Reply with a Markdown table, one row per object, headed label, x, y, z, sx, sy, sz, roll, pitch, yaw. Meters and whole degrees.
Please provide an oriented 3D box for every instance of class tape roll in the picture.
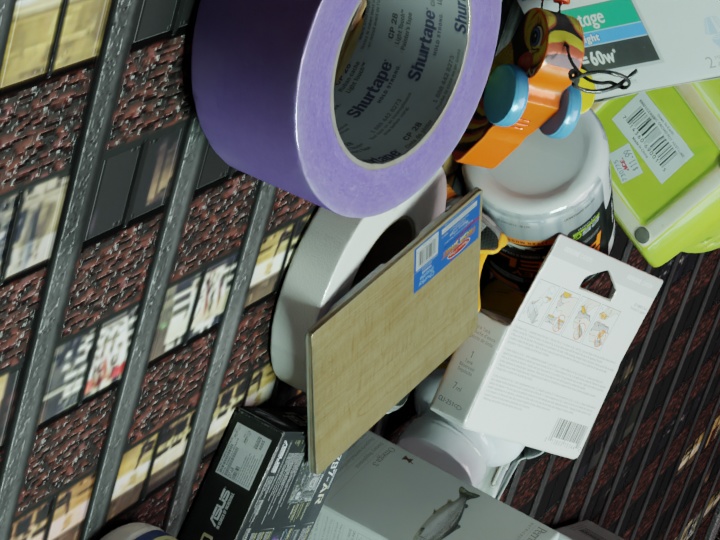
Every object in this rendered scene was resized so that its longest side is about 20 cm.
| label | x | y | z | sx | sy | sz | roll | pitch | yaw |
| --- | --- | --- | --- | --- | --- | --- | --- | --- | --- |
| tape roll | 0.000 | 0.000 | 1.675 | 0.203 | 0.037 | 0.204 | -51 | 157 | -32 |
| tape roll | -0.006 | -0.139 | 1.343 | 0.199 | 0.085 | 0.202 | -32 | 134 | -41 |

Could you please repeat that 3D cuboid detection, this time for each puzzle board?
| label | x | y | z | sx | sy | sz | roll | pitch | yaw |
| --- | --- | --- | --- | --- | --- | --- | --- | --- | --- |
| puzzle board | 0.024 | 0.043 | 1.674 | 0.200 | 0.017 | 0.152 | -41 | 146 | -34 |

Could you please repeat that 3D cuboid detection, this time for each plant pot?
| label | x | y | z | sx | sy | sz | roll | pitch | yaw |
| --- | --- | --- | --- | --- | --- | --- | --- | --- | --- |
| plant pot | 0.296 | -0.131 | 1.974 | 0.199 | 0.201 | 0.181 | -42 | 169 | 37 |

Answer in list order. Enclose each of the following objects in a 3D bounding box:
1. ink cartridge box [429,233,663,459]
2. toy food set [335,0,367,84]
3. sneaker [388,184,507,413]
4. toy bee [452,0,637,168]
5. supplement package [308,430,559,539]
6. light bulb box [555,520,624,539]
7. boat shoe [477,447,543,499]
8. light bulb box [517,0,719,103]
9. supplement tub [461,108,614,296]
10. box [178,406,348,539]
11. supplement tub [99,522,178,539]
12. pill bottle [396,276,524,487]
| label | x | y | z | sx | sy | sz | roll | pitch | yaw |
| --- | --- | --- | --- | --- | --- | --- | --- | --- | --- |
| ink cartridge box | 0.160 | 0.061 | 1.882 | 0.199 | 0.045 | 0.177 | 20 | 96 | -55 |
| toy food set | 0.034 | -0.165 | 1.536 | 0.199 | 0.048 | 0.200 | -65 | 161 | 2 |
| sneaker | 0.055 | 0.033 | 1.802 | 0.078 | 0.077 | 0.201 | -32 | 144 | -60 |
| toy bee | 0.141 | -0.156 | 1.708 | 0.130 | 0.199 | 0.110 | 23 | 61 | -46 |
| supplement package | 0.044 | 0.241 | 1.847 | 0.117 | 0.199 | 0.118 | -39 | 150 | -51 |
| light bulb box | 0.273 | 0.435 | 2.795 | 0.201 | 0.124 | 0.198 | -65 | 162 | 5 |
| boat shoe | 0.157 | 0.164 | 2.250 | 0.200 | 0.068 | 0.072 | -45 | 154 | -42 |
| light bulb box | 0.259 | -0.243 | 1.760 | 0.200 | 0.197 | 0.125 | -47 | 118 | -39 |
| supplement tub | 0.151 | -0.057 | 1.869 | 0.123 | 0.122 | 0.200 | -58 | 160 | -16 |
| box | -0.086 | 0.203 | 1.697 | 0.201 | 0.043 | 0.160 | -66 | 161 | 6 |
| supplement tub | -0.105 | 0.274 | 1.500 | 0.145 | 0.199 | 0.146 | -51 | 157 | -32 |
| pill bottle | 0.117 | 0.103 | 1.999 | 0.200 | 0.111 | 0.112 | -53 | 159 | -29 |
